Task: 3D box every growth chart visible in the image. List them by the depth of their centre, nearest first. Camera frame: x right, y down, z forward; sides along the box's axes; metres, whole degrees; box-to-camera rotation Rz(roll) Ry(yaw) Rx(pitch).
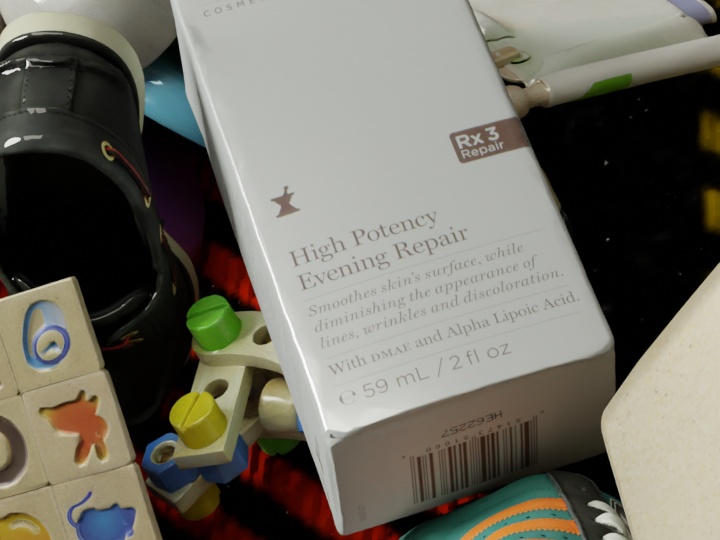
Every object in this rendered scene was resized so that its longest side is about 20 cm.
[{"bbox_3d":[0.067,-0.116,1.075,0.144,0.018,0.200,-11,33,-27],"label":"growth chart"}]

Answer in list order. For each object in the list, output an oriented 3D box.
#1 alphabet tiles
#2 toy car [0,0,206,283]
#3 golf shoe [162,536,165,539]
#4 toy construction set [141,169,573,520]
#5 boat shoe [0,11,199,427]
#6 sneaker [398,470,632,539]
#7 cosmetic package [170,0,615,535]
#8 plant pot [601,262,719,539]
[{"bbox_3d":[-0.151,0.087,0.962,0.166,0.201,0.006,-17,4,20],"label":"alphabet tiles"},{"bbox_3d":[-0.110,-0.067,1.103,0.199,0.175,0.151,-15,80,20],"label":"toy car"},{"bbox_3d":[-0.147,0.075,1.035,0.092,0.073,0.200,-38,42,-2],"label":"golf shoe"},{"bbox_3d":[0.000,0.000,1.008,0.131,0.092,0.201,-2,61,33],"label":"toy construction set"},{"bbox_3d":[-0.101,-0.003,0.988,0.073,0.202,0.063,2,53,5],"label":"boat shoe"},{"bbox_3d":[0.066,0.099,0.846,0.080,0.072,0.200,-36,17,-18],"label":"sneaker"},{"bbox_3d":[0.008,-0.021,0.923,0.101,0.074,0.201,-17,58,-7],"label":"cosmetic package"},{"bbox_3d":[0.183,0.069,0.730,0.177,0.199,0.201,-31,57,29],"label":"plant pot"}]
